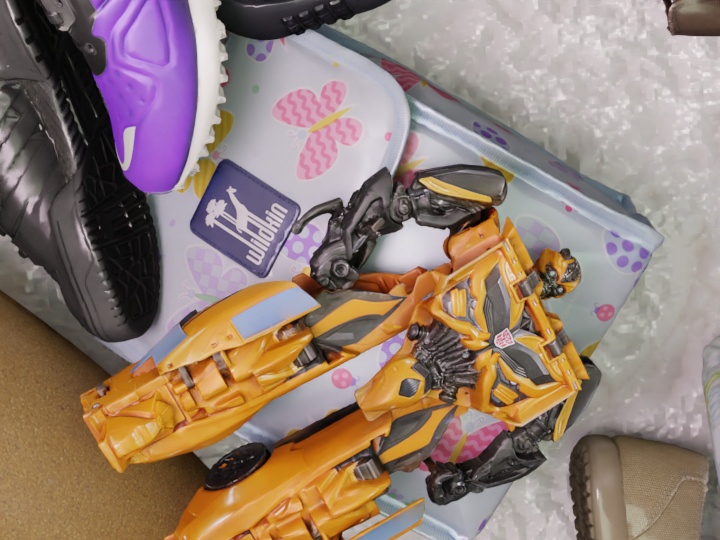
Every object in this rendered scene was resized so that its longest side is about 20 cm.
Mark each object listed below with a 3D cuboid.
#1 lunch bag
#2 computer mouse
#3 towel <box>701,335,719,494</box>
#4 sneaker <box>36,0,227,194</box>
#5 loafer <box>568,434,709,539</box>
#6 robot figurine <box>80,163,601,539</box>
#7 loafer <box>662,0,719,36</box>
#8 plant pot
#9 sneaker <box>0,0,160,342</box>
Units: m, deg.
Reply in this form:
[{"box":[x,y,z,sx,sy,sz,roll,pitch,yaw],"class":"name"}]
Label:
[{"box":[0.000,0.000,1.003,0.200,0.127,0.170,31,99,-5],"class":"lunch bag"},{"box":[0.029,-0.139,0.957,0.200,0.059,0.034,-16,151,-2],"class":"computer mouse"},{"box":[0.190,0.139,1.035,0.048,0.200,0.171,-9,109,7],"class":"towel"},{"box":[-0.110,-0.125,0.910,0.099,0.070,0.200,-8,109,-18],"class":"sneaker"},{"box":[0.144,0.171,1.101,0.067,0.076,0.200,-9,108,0],"class":"loafer"},{"box":[0.001,0.047,0.921,0.200,0.058,0.145,-29,110,0],"class":"robot figurine"},{"box":[0.158,-0.135,1.024,0.200,0.073,0.071,26,111,-11],"class":"loafer"},{"box":[-0.159,0.099,0.983,0.200,0.186,0.187,27,101,-31],"class":"plant pot"},{"box":[-0.160,-0.057,0.966,0.104,0.060,0.200,-15,100,22],"class":"sneaker"}]
